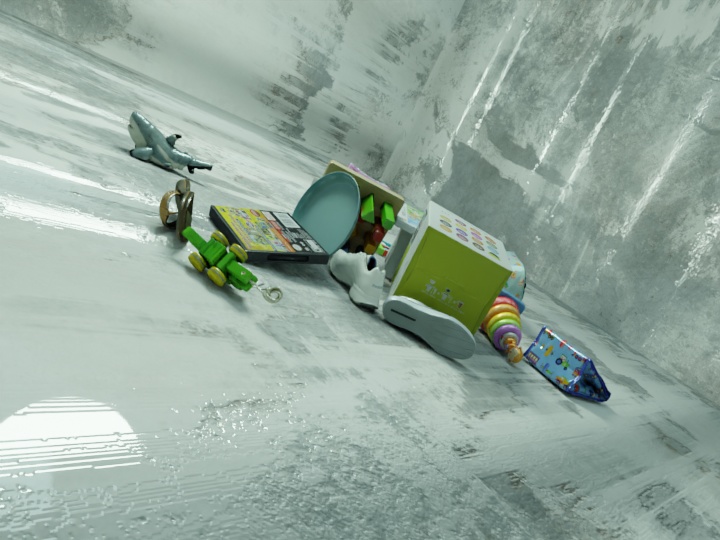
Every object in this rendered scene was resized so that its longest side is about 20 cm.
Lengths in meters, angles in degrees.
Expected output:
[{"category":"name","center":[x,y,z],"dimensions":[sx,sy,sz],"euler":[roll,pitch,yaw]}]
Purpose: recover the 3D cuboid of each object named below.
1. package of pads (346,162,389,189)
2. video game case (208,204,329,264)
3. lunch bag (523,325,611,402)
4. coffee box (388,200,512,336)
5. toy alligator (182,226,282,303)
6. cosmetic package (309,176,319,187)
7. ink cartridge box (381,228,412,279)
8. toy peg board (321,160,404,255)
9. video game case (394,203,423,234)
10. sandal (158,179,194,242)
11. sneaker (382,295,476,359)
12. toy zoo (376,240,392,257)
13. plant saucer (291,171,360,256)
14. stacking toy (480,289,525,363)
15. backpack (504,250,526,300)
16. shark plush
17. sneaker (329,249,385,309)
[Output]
[{"category":"package of pads","center":[-0.021,-0.148,1.392],"dimensions":[0.118,0.204,0.076],"euler":[26,7,-20]},{"category":"video game case","center":[-0.179,-0.069,1.084],"dimensions":[0.176,0.026,0.200],"euler":[3,27,-36]},{"category":"lunch bag","center":[0.513,0.244,1.358],"dimensions":[0.198,0.095,0.150],"euler":[34,6,-39]},{"category":"coffee box","center":[0.188,0.007,1.216],"dimensions":[0.195,0.204,0.199],"euler":[27,22,-2]},{"category":"toy alligator","center":[-0.189,0.003,0.828],"dimensions":[0.197,0.060,0.055],"euler":[34,-26,19]},{"category":"cosmetic package","center":[-0.070,-0.171,1.582],"dimensions":[0.198,0.109,0.089],"euler":[36,16,34]},{"category":"ink cartridge box","center":[0.168,-0.024,1.449],"dimensions":[0.196,0.148,0.146],"euler":[27,15,0]},{"category":"toy peg board","center":[-0.026,-0.105,1.279],"dimensions":[0.195,0.202,0.099],"euler":[24,29,-15]},{"category":"video game case","center":[0.173,-0.103,1.386],"dimensions":[0.195,0.022,0.183],"euler":[27,21,-6]},{"category":"sandal","center":[-0.307,-0.106,0.929],"dimensions":[0.053,0.084,0.201],"euler":[3,24,-22]},{"category":"sneaker","center":[0.136,0.100,1.086],"dimensions":[0.196,0.075,0.071],"euler":[30,17,6]},{"category":"toy zoo","center":[0.101,-0.052,1.682],"dimensions":[0.195,0.021,0.132],"euler":[25,14,-16]},{"category":"plant saucer","center":[-0.072,-0.105,1.149],"dimensions":[0.027,0.202,0.200],"euler":[32,7,-43]},{"category":"stacking toy","center":[0.345,0.149,1.331],"dimensions":[0.108,0.117,0.202],"euler":[29,26,-17]},{"category":"backpack","center":[0.419,0.035,1.700],"dimensions":[0.148,0.182,0.201],"euler":[8,18,-10]},{"category":"shark plush","center":[-0.428,-0.272,1.255],"dimensions":[0.195,0.085,0.091],"euler":[27,13,-9]},{"category":"sneaker","center":[0.000,0.000,1.144],"dimensions":[0.073,0.089,0.200],"euler":[16,17,-34]}]
